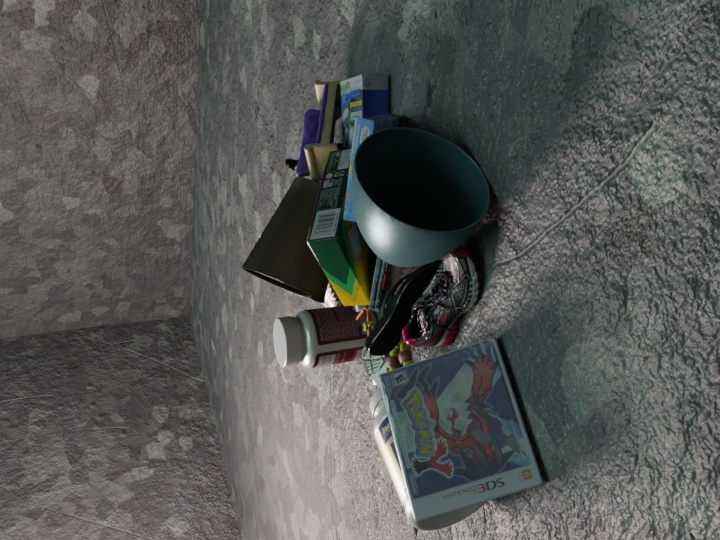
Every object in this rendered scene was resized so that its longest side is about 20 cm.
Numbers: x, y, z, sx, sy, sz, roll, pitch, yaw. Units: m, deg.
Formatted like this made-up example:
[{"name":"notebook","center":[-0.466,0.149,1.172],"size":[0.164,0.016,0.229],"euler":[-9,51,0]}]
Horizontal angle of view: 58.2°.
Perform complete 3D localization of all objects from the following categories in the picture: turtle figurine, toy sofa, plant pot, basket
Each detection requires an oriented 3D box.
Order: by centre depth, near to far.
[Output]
[{"name":"plant pot","center":[0.071,-0.085,0.930],"size":[0.136,0.195,0.203],"euler":[110,146,-48]},{"name":"turtle figurine","center":[0.063,0.120,1.142],"size":[0.197,0.063,0.166],"euler":[-20,60,44]},{"name":"basket","center":[-0.116,-0.065,1.262],"size":[0.136,0.176,0.205],"euler":[80,-149,-80]},{"name":"toy sofa","center":[-0.079,-0.278,1.274],"size":[0.084,0.095,0.204],"euler":[81,-169,-53]}]

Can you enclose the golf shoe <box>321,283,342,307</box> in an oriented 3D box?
[{"name":"golf shoe","center":[-0.053,0.036,1.387],"size":[0.092,0.074,0.202],"euler":[56,166,29]}]

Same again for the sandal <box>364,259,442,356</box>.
[{"name":"sandal","center":[0.066,0.053,1.054],"size":[0.202,0.074,0.048],"euler":[-53,46,21]}]

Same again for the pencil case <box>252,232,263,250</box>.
[{"name":"pencil case","center":[-0.136,-0.044,1.426],"size":[0.089,0.194,0.080],"euler":[-162,72,-71]}]

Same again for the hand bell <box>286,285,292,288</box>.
[{"name":"hand bell","center":[-0.107,-0.055,1.354],"size":[0.204,0.103,0.104],"euler":[-64,18,-16]}]

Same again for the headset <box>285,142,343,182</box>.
[{"name":"headset","center":[-0.081,-0.215,1.392],"size":[0.199,0.092,0.127],"euler":[32,124,49]}]

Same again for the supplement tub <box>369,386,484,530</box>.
[{"name":"supplement tub","center":[0.103,0.270,0.992],"size":[0.202,0.141,0.147],"euler":[-117,32,-41]}]

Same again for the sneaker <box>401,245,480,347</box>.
[{"name":"sneaker","center":[0.123,0.048,0.988],"size":[0.081,0.073,0.203],"euler":[-118,33,-43]}]

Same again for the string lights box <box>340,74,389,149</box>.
[{"name":"string lights box","center":[0.010,-0.254,1.211],"size":[0.102,0.057,0.206],"euler":[-164,70,-65]}]

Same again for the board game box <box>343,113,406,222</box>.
[{"name":"board game box","center":[0.026,-0.172,1.054],"size":[0.200,0.036,0.156],"euler":[-38,-42,-67]}]

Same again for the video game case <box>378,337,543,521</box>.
[{"name":"video game case","center":[0.132,0.215,0.889],"size":[0.023,0.178,0.205],"euler":[56,-163,-67]}]

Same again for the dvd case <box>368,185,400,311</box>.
[{"name":"dvd case","center":[0.048,-0.049,1.093],"size":[0.146,0.021,0.206],"euler":[-59,-20,-73]}]

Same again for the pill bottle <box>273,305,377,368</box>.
[{"name":"pill bottle","center":[-0.071,0.133,1.307],"size":[0.114,0.195,0.118],"euler":[175,90,-66]}]

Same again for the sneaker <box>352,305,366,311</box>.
[{"name":"sneaker","center":[0.000,0.000,1.233],"size":[0.201,0.083,0.074],"euler":[-108,-3,-58]}]

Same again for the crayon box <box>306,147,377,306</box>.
[{"name":"crayon box","center":[-0.017,-0.073,1.101],"size":[0.174,0.057,0.204],"euler":[60,-148,-46]}]

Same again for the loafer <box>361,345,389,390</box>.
[{"name":"loafer","center":[0.063,0.226,1.205],"size":[0.071,0.062,0.204],"euler":[-34,61,26]}]
